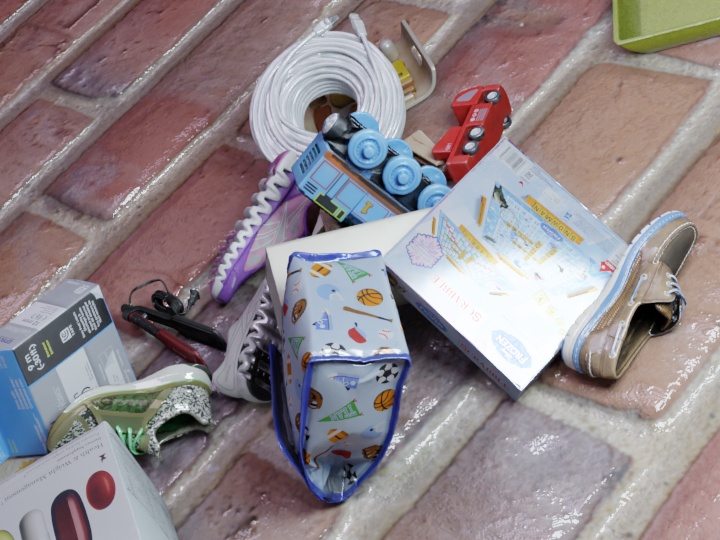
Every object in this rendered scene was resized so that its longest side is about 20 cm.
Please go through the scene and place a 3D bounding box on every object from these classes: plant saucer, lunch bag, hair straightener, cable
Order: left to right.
[{"bbox_3d":[-0.221,0.057,1.774,0.077,0.041,0.199,-46,38,-19],"label":"hair straightener"},{"bbox_3d":[-0.042,-0.201,1.855,0.199,0.069,0.201,-32,68,0],"label":"cable"},{"bbox_3d":[-0.029,0.108,1.482,0.122,0.202,0.171,0,40,-9],"label":"lunch bag"},{"bbox_3d":[0.411,-0.343,1.808,0.197,0.048,0.201,-12,42,20],"label":"plant saucer"}]

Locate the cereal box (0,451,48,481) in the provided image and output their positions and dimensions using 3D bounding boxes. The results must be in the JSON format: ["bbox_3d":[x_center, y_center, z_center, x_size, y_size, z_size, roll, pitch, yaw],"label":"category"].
[{"bbox_3d":[-0.424,0.275,1.655,0.198,0.040,0.145,-9,43,24],"label":"cereal box"}]

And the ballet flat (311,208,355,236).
[{"bbox_3d":[-0.025,-0.031,1.727,0.067,0.068,0.201,-36,35,21],"label":"ballet flat"}]

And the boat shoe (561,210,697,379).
[{"bbox_3d":[0.287,0.031,1.478,0.072,0.072,0.201,27,75,40],"label":"boat shoe"}]

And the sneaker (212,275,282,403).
[{"bbox_3d":[-0.109,0.055,1.671,0.081,0.075,0.202,-6,52,45],"label":"sneaker"}]

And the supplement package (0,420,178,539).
[{"bbox_3d":[-0.282,0.299,1.462,0.190,0.148,0.200,-31,39,-2],"label":"supplement package"}]

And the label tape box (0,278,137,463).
[{"bbox_3d":[-0.357,0.124,1.657,0.066,0.145,0.200,9,37,38],"label":"label tape box"}]

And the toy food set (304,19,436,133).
[{"bbox_3d":[-0.007,-0.249,1.944,0.198,0.061,0.144,-29,39,2],"label":"toy food set"}]

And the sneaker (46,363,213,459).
[{"bbox_3d":[-0.249,0.172,1.621,0.198,0.077,0.089,-22,47,-6],"label":"sneaker"}]

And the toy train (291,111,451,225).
[{"bbox_3d":[0.020,-0.092,1.670,0.114,0.199,0.087,-48,23,13],"label":"toy train"}]

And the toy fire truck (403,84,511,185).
[{"bbox_3d":[0.093,-0.142,1.783,0.140,0.049,0.201,-1,46,31],"label":"toy fire truck"}]

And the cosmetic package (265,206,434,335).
[{"bbox_3d":[0.000,0.000,1.593,0.198,0.104,0.074,-15,72,-8],"label":"cosmetic package"}]

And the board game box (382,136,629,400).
[{"bbox_3d":[0.155,-0.005,1.527,0.200,0.041,0.199,43,72,13],"label":"board game box"}]

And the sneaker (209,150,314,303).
[{"bbox_3d":[-0.108,-0.041,1.774,0.201,0.088,0.080,-58,14,-4],"label":"sneaker"}]
